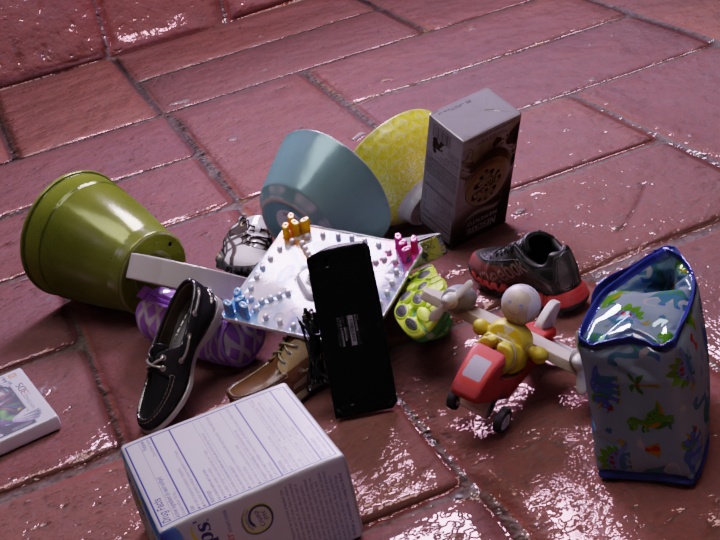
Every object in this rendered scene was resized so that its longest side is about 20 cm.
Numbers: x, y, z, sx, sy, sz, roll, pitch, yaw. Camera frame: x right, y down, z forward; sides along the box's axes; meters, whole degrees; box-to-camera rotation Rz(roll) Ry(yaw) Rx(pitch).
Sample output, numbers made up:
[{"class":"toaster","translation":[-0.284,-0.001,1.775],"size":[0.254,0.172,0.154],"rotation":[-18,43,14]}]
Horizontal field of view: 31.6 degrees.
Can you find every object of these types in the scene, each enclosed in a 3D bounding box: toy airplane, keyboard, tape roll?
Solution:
[{"class":"toy airplane","translation":[0.181,0.074,1.437],"size":[0.198,0.142,0.200],"rotation":[0,33,-12]},{"class":"keyboard","translation":[-0.022,0.070,1.497],"size":[0.103,0.202,0.040],"rotation":[-9,6,3]},{"class":"tape roll","translation":[-0.222,0.015,1.761],"size":[0.201,0.037,0.203],"rotation":[12,-4,1]}]

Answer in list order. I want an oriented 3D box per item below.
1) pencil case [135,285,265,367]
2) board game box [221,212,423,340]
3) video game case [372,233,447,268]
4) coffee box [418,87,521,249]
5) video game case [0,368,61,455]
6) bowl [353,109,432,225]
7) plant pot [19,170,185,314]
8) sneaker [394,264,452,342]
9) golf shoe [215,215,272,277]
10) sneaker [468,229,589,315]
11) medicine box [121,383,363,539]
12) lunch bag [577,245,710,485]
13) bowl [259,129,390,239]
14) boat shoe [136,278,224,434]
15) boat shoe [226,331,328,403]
[{"class":"pencil case","translation":[-0.217,0.073,1.709],"size":[0.199,0.086,0.084],"rotation":[8,56,42]},{"class":"board game box","translation":[-0.047,0.008,1.607],"size":[0.198,0.026,0.200],"rotation":[11,43,22]},{"class":"video game case","translation":[0.000,0.000,1.741],"size":[0.180,0.036,0.200],"rotation":[-23,6,-21]},{"class":"coffee box","translation":[0.156,-0.145,1.832],"size":[0.112,0.201,0.080],"rotation":[-27,52,-27]},{"class":"video game case","translation":[-0.508,0.204,1.655],"size":[0.199,0.024,0.182],"rotation":[-24,27,-22]},{"class":"bowl","translation":[0.073,-0.133,1.932],"size":[0.199,0.201,0.108],"rotation":[-27,61,-27]},{"class":"plant pot","translation":[-0.369,-0.025,1.899],"size":[0.192,0.202,0.200],"rotation":[24,42,36]},{"class":"sneaker","translation":[0.089,0.050,1.594],"size":[0.074,0.084,0.200],"rotation":[-28,12,10]},{"class":"golf shoe","translation":[-0.160,-0.035,1.846],"size":[0.077,0.095,0.200],"rotation":[18,1,-24]},{"class":"sneaker","translation":[0.212,-0.012,1.661],"size":[0.071,0.099,0.200],"rotation":[-29,28,-28]},{"class":"medicine box","translation":[-0.126,0.227,1.316],"size":[0.199,0.104,0.182],"rotation":[-21,26,-15]},{"class":"lunch bag","translation":[0.302,0.092,1.308],"size":[0.126,0.171,0.200],"rotation":[2,29,29]},{"class":"bowl","translation":[-0.065,-0.088,1.811],"size":[0.200,0.202,0.105],"rotation":[11,48,42]},{"class":"boat shoe","translation":[-0.235,0.105,1.589],"size":[0.073,0.060,0.201],"rotation":[6,61,41]},{"class":"boat shoe","translation":[-0.076,0.110,1.574],"size":[0.199,0.074,0.076],"rotation":[-24,26,-22]}]
